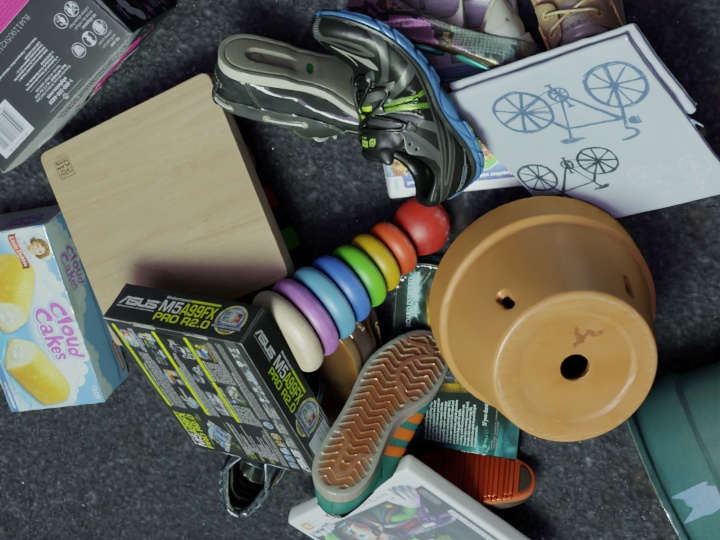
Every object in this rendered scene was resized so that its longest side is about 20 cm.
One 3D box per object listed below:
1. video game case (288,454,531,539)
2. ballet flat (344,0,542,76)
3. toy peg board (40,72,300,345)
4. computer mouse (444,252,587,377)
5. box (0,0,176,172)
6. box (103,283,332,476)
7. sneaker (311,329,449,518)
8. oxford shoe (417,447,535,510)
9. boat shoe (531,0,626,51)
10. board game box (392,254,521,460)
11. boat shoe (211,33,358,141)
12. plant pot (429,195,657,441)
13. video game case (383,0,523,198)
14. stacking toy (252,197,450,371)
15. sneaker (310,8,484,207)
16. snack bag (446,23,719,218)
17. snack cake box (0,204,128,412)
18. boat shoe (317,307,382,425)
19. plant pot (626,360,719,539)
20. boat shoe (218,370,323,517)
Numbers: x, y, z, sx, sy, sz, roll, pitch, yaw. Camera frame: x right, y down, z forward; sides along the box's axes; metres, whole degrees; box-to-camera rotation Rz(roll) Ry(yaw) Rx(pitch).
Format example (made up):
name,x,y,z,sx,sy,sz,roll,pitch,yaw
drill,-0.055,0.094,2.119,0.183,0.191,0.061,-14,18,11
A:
name,x,y,z,sx,sy,sz,roll,pitch,yaw
video game case,0.057,0.269,1.291,0.200,0.023,0.182,37,135,-23
ballet flat,0.084,-0.205,1.091,0.200,0.069,0.071,18,97,7
toy peg board,-0.170,-0.060,1.237,0.200,0.098,0.200,-22,91,22
computer mouse,0.151,0.043,1.180,0.200,0.034,0.059,33,105,-24
box,-0.289,-0.210,1.176,0.132,0.115,0.200,46,118,-9
box,-0.124,0.102,1.179,0.160,0.044,0.200,8,142,33
sneaker,0.017,0.142,1.195,0.071,0.200,0.080,30,149,15
oxford shoe,0.083,0.226,1.307,0.200,0.071,0.073,-4,133,20
boat shoe,0.188,-0.203,1.075,0.074,0.069,0.200,-25,106,23
board game box,0.096,0.084,1.251,0.135,0.028,0.200,8,116,12
boat shoe,-0.033,-0.149,1.139,0.200,0.072,0.068,15,134,-6
plant pot,0.166,0.054,1.098,0.200,0.140,0.201,-2,113,-4
video game case,0.078,-0.166,1.151,0.143,0.018,0.200,-5,112,16
stacking toy,0.000,0.000,1.168,0.085,0.200,0.085,43,159,20
sneaker,0.026,-0.133,1.065,0.083,0.071,0.200,-45,114,-13
snack bag,0.197,-0.111,1.075,0.188,0.021,0.200,-14,134,42
snack cake box,-0.328,0.040,1.324,0.115,0.067,0.200,-8,111,19
boat shoe,-0.002,0.112,1.264,0.070,0.070,0.200,20,136,22
plant pot,0.361,0.151,1.130,0.196,0.200,0.200,-27,105,15
boat shoe,-0.088,0.155,1.297,0.071,0.091,0.201,20,117,6
